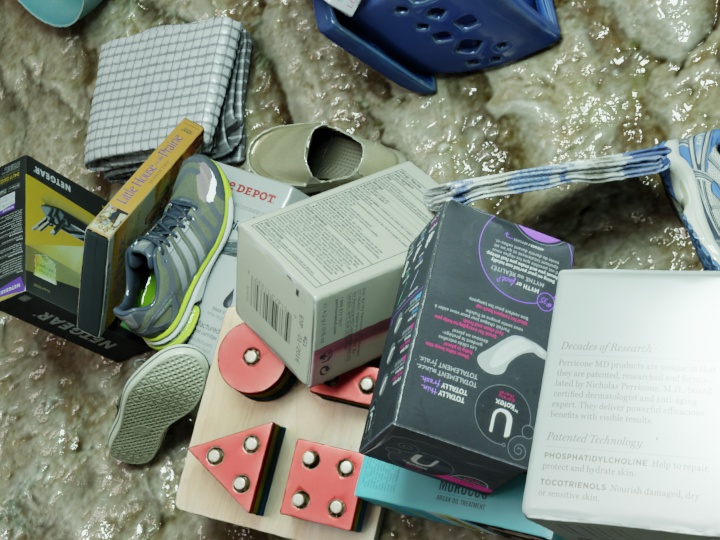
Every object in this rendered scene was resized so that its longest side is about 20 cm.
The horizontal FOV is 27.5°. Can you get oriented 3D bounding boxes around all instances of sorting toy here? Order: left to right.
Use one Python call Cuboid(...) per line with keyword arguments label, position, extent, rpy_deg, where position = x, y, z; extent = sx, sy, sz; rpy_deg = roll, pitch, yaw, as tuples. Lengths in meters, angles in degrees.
Cuboid(label="sorting toy", position=(-0.064, 0.145, 1.369), extent=(0.197, 0.070, 0.202), rpy_deg=(12, 80, 15))

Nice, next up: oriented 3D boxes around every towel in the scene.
Cuboid(label="towel", position=(-0.210, -0.190, 1.650), extent=(0.199, 0.085, 0.167), rpy_deg=(-7, 65, 32))
Cuboid(label="towel", position=(0.158, -0.078, 1.283), extent=(0.198, 0.147, 0.024), rpy_deg=(-10, 92, -7))

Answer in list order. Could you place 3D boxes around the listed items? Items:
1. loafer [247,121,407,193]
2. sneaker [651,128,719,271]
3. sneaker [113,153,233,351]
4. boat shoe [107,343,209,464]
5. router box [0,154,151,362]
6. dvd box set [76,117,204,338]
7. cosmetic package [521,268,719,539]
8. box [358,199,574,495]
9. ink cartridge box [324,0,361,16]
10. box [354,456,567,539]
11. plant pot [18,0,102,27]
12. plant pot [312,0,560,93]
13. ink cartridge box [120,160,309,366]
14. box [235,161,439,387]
Cuboid(label="loafer", position=(-0.044, -0.120, 1.518), extent=(0.199, 0.068, 0.076), rpy_deg=(8, 74, 35))
Cuboid(label="sneaker", position=(0.315, -0.049, 1.246), extent=(0.085, 0.077, 0.201), rpy_deg=(-25, 51, 10))
Cuboid(label="sneaker", position=(-0.185, -0.024, 1.455), extent=(0.073, 0.081, 0.202), rpy_deg=(4, 74, 34))
Cuboid(label="boat shoe", position=(-0.205, 0.124, 1.479), extent=(0.200, 0.074, 0.063), rpy_deg=(126, 157, -47))
Cuboid(label="router box", position=(-0.304, -0.009, 1.557), extent=(0.052, 0.200, 0.159), rpy_deg=(-20, 61, 25))
Cuboid(label="dvd box set", position=(-0.224, -0.045, 1.509), extent=(0.029, 0.147, 0.200), rpy_deg=(24, 44, 9))
Cuboid(label="cosmetic package", position=(0.247, 0.121, 1.164), extent=(0.165, 0.167, 0.202), rpy_deg=(0, 69, 32))
Cuboid(label="box", position=(0.088, 0.065, 1.209), extent=(0.106, 0.121, 0.201), rpy_deg=(128, 159, -64))
Cuboid(label="ink cartridge box", position=(-0.037, -0.337, 1.402), extent=(0.120, 0.042, 0.200), rpy_deg=(-57, 42, 13))
Cuboid(label="box", position=(0.100, 0.199, 1.280), extent=(0.199, 0.082, 0.050), rpy_deg=(7, 75, 35))
Cuboid(label="plant pot", position=(-0.351, -0.416, 1.791), extent=(0.199, 0.201, 0.134), rpy_deg=(23, 46, 37))
Cuboid(label="plant pot", position=(0.058, -0.302, 1.457), extent=(0.179, 0.199, 0.201), rpy_deg=(-28, 57, 28))
Cuboid(label="ink cartridge box", position=(-0.137, -0.001, 1.519), extent=(0.146, 0.083, 0.201), rpy_deg=(18, 81, 37))
Cuboid(label="box", position=(0.000, 0.000, 1.348), extent=(0.199, 0.110, 0.128), rpy_deg=(-21, 45, -30))
